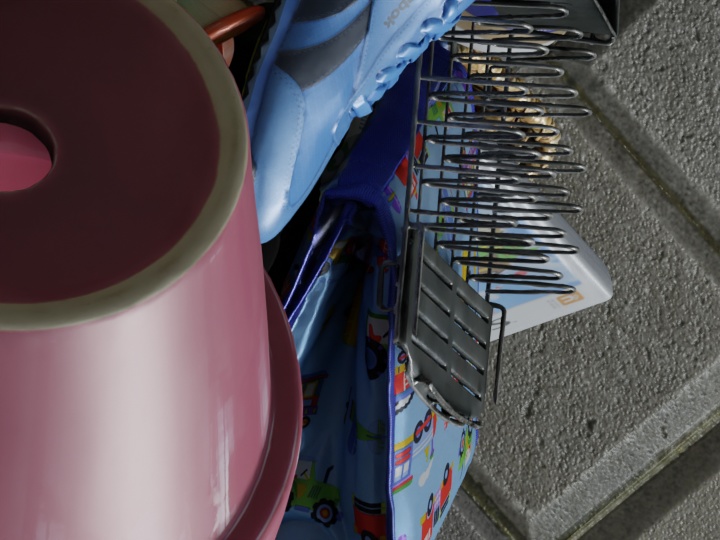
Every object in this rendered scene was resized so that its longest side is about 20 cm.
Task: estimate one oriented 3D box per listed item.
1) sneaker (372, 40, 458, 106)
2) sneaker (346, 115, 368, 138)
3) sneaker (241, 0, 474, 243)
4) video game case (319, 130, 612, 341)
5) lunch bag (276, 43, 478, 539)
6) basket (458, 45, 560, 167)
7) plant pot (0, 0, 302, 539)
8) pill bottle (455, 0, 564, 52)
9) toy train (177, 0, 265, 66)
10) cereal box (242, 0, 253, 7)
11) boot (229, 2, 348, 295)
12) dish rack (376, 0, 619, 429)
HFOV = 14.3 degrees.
[{"bbox_3d":[0.014,-0.145,1.292,0.200,0.085,0.077,-72,178,-52],"label":"sneaker"},{"bbox_3d":[0.007,-0.046,1.328,0.075,0.088,0.200,-55,164,8],"label":"sneaker"},{"bbox_3d":[0.009,-0.095,0.995,0.066,0.078,0.201,-139,-109,-83],"label":"sneaker"},{"bbox_3d":[0.000,0.000,1.307,0.181,0.022,0.200,-20,151,17],"label":"video game case"},{"bbox_3d":[0.007,0.012,1.144,0.151,0.093,0.201,-58,163,-61],"label":"lunch bag"},{"bbox_3d":[-0.009,-0.054,1.485,0.200,0.149,0.143,-41,178,4],"label":"basket"},{"bbox_3d":[-0.105,0.010,0.817,0.200,0.200,0.179,-40,162,-32],"label":"plant pot"},{"bbox_3d":[0.093,-0.187,1.170,0.116,0.116,0.200,-39,176,-46],"label":"pill bottle"},{"bbox_3d":[-0.094,-0.066,1.014,0.150,0.056,0.200,-42,178,-19],"label":"toy train"},{"bbox_3d":[-0.126,-0.031,1.302,0.144,0.040,0.200,-39,176,-39],"label":"cereal box"},{"bbox_3d":[-0.074,0.006,1.121,0.211,0.079,0.158,113,2,-58],"label":"boot"},{"bbox_3d":[0.053,-0.043,1.083,0.153,0.054,0.201,38,56,-69],"label":"dish rack"}]
